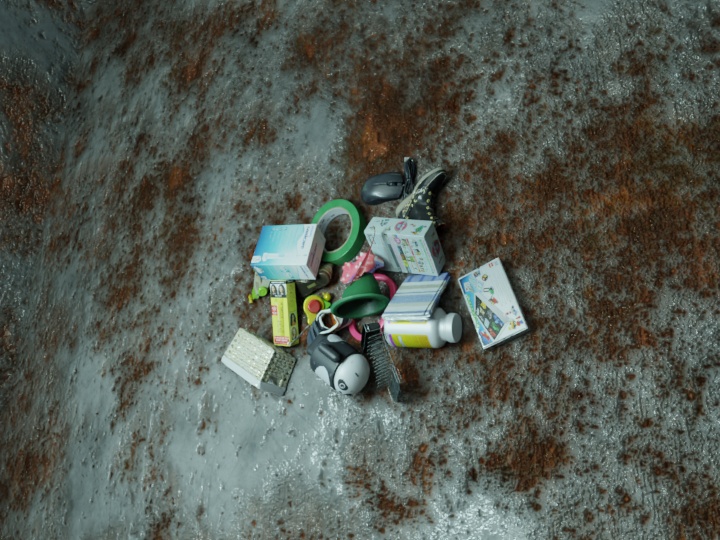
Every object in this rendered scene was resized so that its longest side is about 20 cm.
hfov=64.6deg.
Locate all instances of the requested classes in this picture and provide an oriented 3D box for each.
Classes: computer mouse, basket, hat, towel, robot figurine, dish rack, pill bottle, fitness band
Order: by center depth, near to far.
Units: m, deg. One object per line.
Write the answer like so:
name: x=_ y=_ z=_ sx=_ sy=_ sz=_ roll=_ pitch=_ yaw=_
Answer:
pill bottle: x=0.166 y=0.151 z=1.511 sx=0.195 sy=0.104 sz=0.108 roll=-2 pitch=72 yaw=33
towel: x=0.153 y=0.070 z=1.526 sx=0.143 sy=0.024 sz=0.201 roll=-5 pitch=30 yaw=32
dish rack: x=0.056 y=0.252 z=1.531 sx=0.053 sy=0.155 sz=0.204 roll=-15 pitch=61 yaw=-11
robot figurine: x=-0.064 y=0.260 z=1.585 sx=0.198 sy=0.148 sz=0.128 roll=32 pitch=111 yaw=36
hat: x=0.001 y=0.018 z=1.590 sx=0.196 sy=0.165 sz=0.181 roll=-19 pitch=64 yaw=25
fitness band: x=0.034 y=0.109 z=1.660 sx=0.142 sy=0.037 sz=0.204 roll=28 pitch=92 yaw=35
computer mouse: x=0.076 y=-0.263 z=1.745 sx=0.195 sy=0.052 sz=0.143 roll=-12 pitch=68 yaw=30
basket: x=-0.313 y=0.281 z=1.777 sx=0.197 sy=0.135 sz=0.126 roll=25 pitch=84 yaw=37

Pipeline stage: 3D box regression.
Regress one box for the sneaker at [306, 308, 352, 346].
sneaker: x=-0.112 y=0.167 z=1.689 sx=0.199 sy=0.078 sz=0.080 roll=-42 pitch=62 yaw=32

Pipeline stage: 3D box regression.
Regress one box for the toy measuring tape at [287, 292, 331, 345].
toy measuring tape: x=-0.168 y=0.138 z=1.750 sx=0.200 sy=0.074 sz=0.073 roll=-45 pitch=54 yaw=-4

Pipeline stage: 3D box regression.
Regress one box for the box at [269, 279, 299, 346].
box: x=-0.239 y=0.130 z=1.786 sx=0.074 sy=0.050 sz=0.207 roll=0 pitch=96 yaw=34

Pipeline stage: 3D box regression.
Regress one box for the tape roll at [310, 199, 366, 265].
tape roll: x=-0.075 y=-0.121 z=1.802 sx=0.196 sy=0.048 sz=0.207 roll=-12 pitch=68 yaw=31

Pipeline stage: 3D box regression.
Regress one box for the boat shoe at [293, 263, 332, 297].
boat shoe: x=-0.161 y=0.028 z=1.808 sx=0.196 sy=0.072 sz=0.077 roll=-17 pitch=33 yaw=34

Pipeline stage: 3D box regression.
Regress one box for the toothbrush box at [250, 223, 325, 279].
toothbrush box: x=-0.220 y=-0.057 z=1.755 sx=0.194 sy=0.086 sz=0.150 roll=-2 pitch=57 yaw=22

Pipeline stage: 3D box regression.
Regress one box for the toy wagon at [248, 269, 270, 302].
toy wagon: x=-0.329 y=0.019 z=1.905 sx=0.156 sy=0.039 sz=0.204 roll=-116 pitch=43 yaw=-54

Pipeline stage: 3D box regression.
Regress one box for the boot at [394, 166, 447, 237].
boot: x=0.198 y=-0.177 z=1.619 sx=0.200 sy=0.072 sz=0.152 roll=-44 pitch=54 yaw=19

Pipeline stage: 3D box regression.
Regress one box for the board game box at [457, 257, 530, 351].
board game box: x=0.339 y=0.085 z=1.458 sx=0.124 sy=0.034 sz=0.205 roll=-28 pitch=60 yaw=23

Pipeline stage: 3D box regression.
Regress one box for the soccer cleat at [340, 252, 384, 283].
soccer cleat: x=0.000 y=0.000 z=1.676 sx=0.200 sy=0.074 sz=0.069 roll=142 pitch=141 yaw=-61

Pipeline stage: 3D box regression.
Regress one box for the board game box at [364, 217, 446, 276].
board game box: x=0.124 y=-0.067 z=1.584 sx=0.196 sy=0.149 sz=0.065 roll=8 pitch=50 yaw=36
